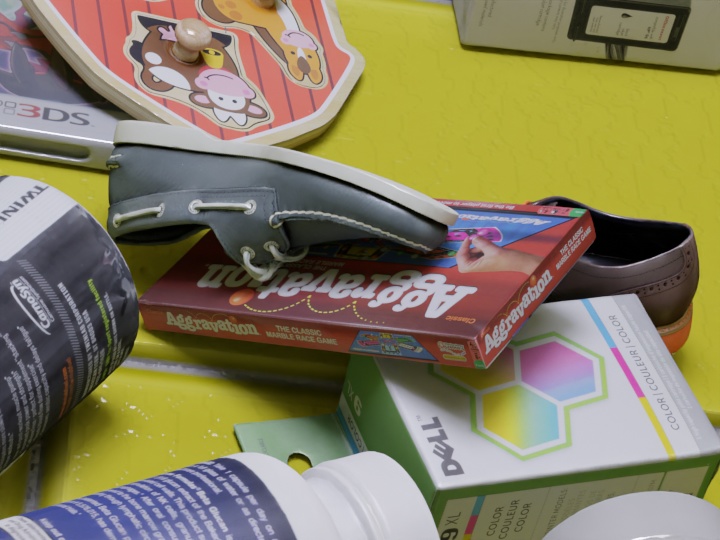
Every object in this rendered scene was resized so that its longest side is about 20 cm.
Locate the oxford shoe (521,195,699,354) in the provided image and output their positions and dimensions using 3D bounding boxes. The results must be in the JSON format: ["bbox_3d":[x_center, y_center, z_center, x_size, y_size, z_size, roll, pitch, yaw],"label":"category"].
[{"bbox_3d":[0.068,-0.010,1.158,0.199,0.073,0.071,5,41,0],"label":"oxford shoe"}]

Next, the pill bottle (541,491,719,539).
[{"bbox_3d":[0.130,0.192,0.920,0.113,0.115,0.201,1,43,-15],"label":"pill bottle"}]

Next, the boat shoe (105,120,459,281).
[{"bbox_3d":[-0.042,-0.025,1.102,0.199,0.062,0.073,13,-5,35],"label":"boat shoe"}]

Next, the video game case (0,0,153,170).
[{"bbox_3d":[-0.179,-0.132,1.269,0.181,0.023,0.201,8,41,-7],"label":"video game case"}]

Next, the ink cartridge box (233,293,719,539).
[{"bbox_3d":[0.053,0.075,1.073,0.199,0.060,0.104,-5,44,-21],"label":"ink cartridge box"}]

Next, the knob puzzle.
[{"bbox_3d":[-0.084,-0.135,1.263,0.218,0.031,0.220,18,40,-16],"label":"knob puzzle"}]

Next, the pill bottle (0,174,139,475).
[{"bbox_3d":[-0.190,0.050,0.997,0.106,0.107,0.200,28,42,17],"label":"pill bottle"}]

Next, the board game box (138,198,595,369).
[{"bbox_3d":[0.000,0.000,1.095,0.199,0.020,0.103,5,39,37],"label":"board game box"}]

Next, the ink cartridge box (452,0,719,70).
[{"bbox_3d":[0.155,-0.182,1.386,0.199,0.068,0.116,5,42,-11],"label":"ink cartridge box"}]

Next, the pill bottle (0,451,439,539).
[{"bbox_3d":[-0.070,0.136,0.930,0.199,0.111,0.111,-14,48,-29],"label":"pill bottle"}]
